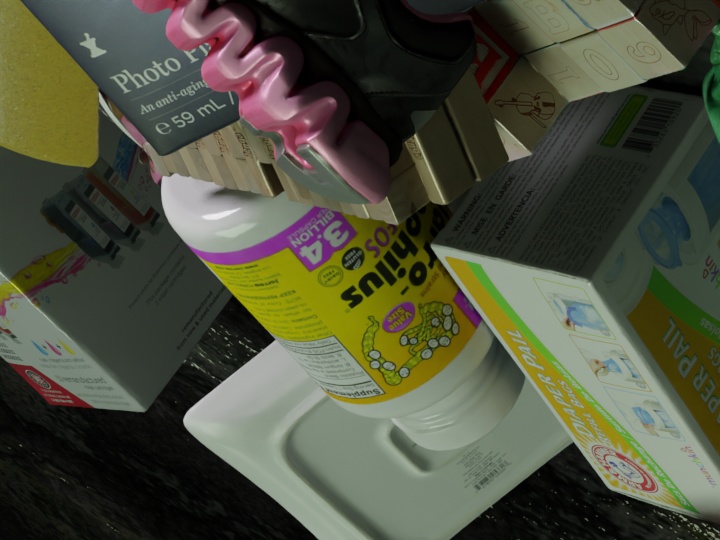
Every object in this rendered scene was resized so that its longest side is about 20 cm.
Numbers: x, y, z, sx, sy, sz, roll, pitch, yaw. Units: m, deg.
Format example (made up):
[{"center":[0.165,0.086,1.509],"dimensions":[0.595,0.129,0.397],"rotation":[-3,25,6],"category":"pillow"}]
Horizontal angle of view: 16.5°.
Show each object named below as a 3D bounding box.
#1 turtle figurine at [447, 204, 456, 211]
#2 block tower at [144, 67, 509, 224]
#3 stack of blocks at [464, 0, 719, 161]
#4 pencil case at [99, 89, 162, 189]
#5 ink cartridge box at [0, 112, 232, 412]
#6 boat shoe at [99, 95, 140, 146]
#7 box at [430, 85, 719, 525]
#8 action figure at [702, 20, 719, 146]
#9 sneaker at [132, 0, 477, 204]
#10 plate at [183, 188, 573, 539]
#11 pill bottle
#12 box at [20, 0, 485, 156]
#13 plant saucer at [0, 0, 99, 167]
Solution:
[{"center":[0.017,-0.007,1.375],"dimensions":[0.144,0.199,0.195],"rotation":[50,148,34],"category":"turtle figurine"},{"center":[-0.026,-0.065,1.026],"dimensions":[0.200,0.054,0.058],"rotation":[12,131,56],"category":"block tower"},{"center":[0.073,-0.106,1.014],"dimensions":[0.059,0.115,0.200],"rotation":[42,158,-17],"category":"stack of blocks"},{"center":[-0.124,-0.133,1.223],"dimensions":[0.200,0.086,0.083],"rotation":[50,-162,7],"category":"pencil case"},{"center":[-0.191,-0.031,1.551],"dimensions":[0.200,0.145,0.145],"rotation":[46,158,-23],"category":"ink cartridge box"},{"center":[-0.148,-0.142,1.359],"dimensions":[0.060,0.076,0.201],"rotation":[1,128,56],"category":"boat shoe"},{"center":[0.141,0.018,1.176],"dimensions":[0.101,0.113,0.200],"rotation":[14,151,46],"category":"box"},{"center":[0.199,-0.035,1.025],"dimensions":[0.118,0.055,0.201],"rotation":[-23,107,42],"category":"action figure"},{"center":[-0.038,-0.120,0.862],"dimensions":[0.200,0.095,0.079],"rotation":[47,173,-12],"category":"sneaker"},{"center":[0.037,0.075,1.326],"dimensions":[0.200,0.199,0.032],"rotation":[45,-172,-43],"category":"plate"},{"center":[0.000,0.000,1.180],"dimensions":[0.104,0.105,0.200],"rotation":[13,153,47],"category":"pill bottle"},{"center":[-0.051,-0.178,0.935],"dimensions":[0.199,0.124,0.199],"rotation":[-24,123,30],"category":"box"},{"center":[-0.205,-0.159,1.185],"dimensions":[0.200,0.048,0.201],"rotation":[42,149,23],"category":"plant saucer"}]
